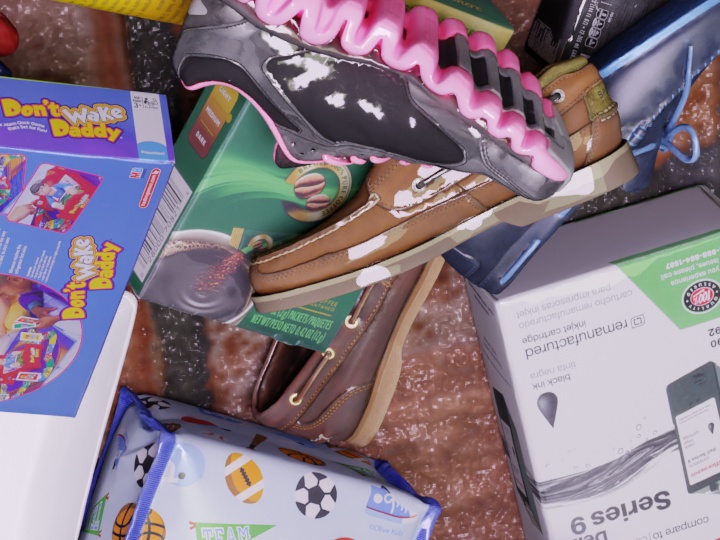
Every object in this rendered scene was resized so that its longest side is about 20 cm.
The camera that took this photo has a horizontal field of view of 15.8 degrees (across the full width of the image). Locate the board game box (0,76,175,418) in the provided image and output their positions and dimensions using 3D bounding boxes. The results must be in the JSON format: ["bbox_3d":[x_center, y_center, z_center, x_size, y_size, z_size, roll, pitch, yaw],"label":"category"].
[{"bbox_3d":[-0.181,-0.009,1.253,0.134,0.045,0.200,5,139,-20],"label":"board game box"}]

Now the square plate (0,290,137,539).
[{"bbox_3d":[-0.233,0.084,1.348,0.198,0.028,0.201,15,86,-18],"label":"square plate"}]

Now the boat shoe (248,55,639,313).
[{"bbox_3d":[0.031,-0.043,1.259,0.199,0.072,0.068,-23,100,-1],"label":"boat shoe"}]

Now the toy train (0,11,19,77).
[{"bbox_3d":[-0.206,-0.090,1.255,0.085,0.116,0.200,-45,95,4],"label":"toy train"}]

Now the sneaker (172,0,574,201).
[{"bbox_3d":[0.002,-0.079,1.198,0.200,0.079,0.096,30,115,-5],"label":"sneaker"}]

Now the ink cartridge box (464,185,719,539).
[{"bbox_3d":[0.152,0.074,1.428,0.145,0.084,0.201,-17,111,-7],"label":"ink cartridge box"}]

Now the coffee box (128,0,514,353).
[{"bbox_3d":[-0.024,-0.062,1.282,0.123,0.044,0.200,18,112,-35],"label":"coffee box"}]

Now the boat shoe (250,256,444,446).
[{"bbox_3d":[0.000,0.000,1.376,0.070,0.070,0.201,14,104,-21],"label":"boat shoe"}]

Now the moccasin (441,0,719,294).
[{"bbox_3d":[0.122,-0.067,1.317,0.200,0.080,0.068,-39,97,14],"label":"moccasin"}]

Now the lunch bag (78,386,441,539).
[{"bbox_3d":[-0.076,0.183,1.392,0.170,0.124,0.201,16,96,-19],"label":"lunch bag"}]

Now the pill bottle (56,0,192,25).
[{"bbox_3d":[-0.101,-0.180,1.272,0.199,0.113,0.113,9,105,-18],"label":"pill bottle"}]

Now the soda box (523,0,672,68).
[{"bbox_3d":[0.156,-0.190,1.355,0.071,0.063,0.201,16,104,-18],"label":"soda box"}]
